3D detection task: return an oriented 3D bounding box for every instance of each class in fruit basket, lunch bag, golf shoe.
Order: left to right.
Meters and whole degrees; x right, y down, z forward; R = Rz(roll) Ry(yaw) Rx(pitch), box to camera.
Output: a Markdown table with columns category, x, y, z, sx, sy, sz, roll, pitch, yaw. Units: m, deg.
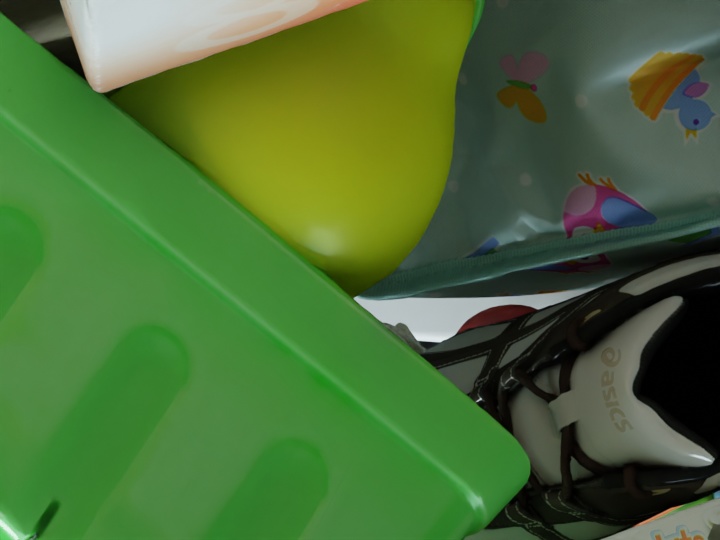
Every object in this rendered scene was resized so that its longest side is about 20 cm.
| category | x | y | z | sx | sy | sz | roll | pitch | yaw |
| --- | --- | --- | --- | --- | --- | --- | --- | --- | --- |
| fruit basket | -0.053 | -0.005 | 0.671 | 0.216 | 0.216 | 0.156 | -16 | 174 | -38 |
| golf shoe | 0.056 | 0.038 | 0.724 | 0.200 | 0.078 | 0.094 | -27 | 167 | 11 |
| lunch bag | 0.107 | -0.067 | 0.768 | 0.200 | 0.122 | 0.170 | -16 | 178 | 37 |

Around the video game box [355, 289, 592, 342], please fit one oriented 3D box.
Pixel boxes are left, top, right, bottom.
| category | x | y | z | sx | sy | sz | roll | pitch | yaw |
| --- | --- | --- | --- | --- | --- | --- | --- | --- | --- |
| video game box | 0.000 | 0.000 | 0.965 | 0.200 | 0.047 | 0.182 | 4 | 179 | -9 |

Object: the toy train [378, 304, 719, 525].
| category | x | y | z | sx | sy | sz | roll | pitch | yaw |
| --- | --- | --- | --- | --- | --- | --- | --- | --- | --- |
| toy train | 0.083 | 0.035 | 0.823 | 0.116 | 0.085 | 0.200 | -25 | 145 | 23 |

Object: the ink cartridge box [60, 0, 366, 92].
| category | x | y | z | sx | sy | sz | roll | pitch | yaw |
| --- | --- | --- | --- | --- | --- | --- | --- | --- | --- |
| ink cartridge box | 0.018 | -0.095 | 0.513 | 0.162 | 0.050 | 0.200 | -19 | 178 | -7 |

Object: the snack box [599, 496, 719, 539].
| category | x | y | z | sx | sy | sz | roll | pitch | yaw |
| --- | --- | --- | --- | --- | --- | --- | --- | --- | --- |
| snack box | 0.079 | 0.092 | 0.729 | 0.200 | 0.037 | 0.116 | -15 | 165 | -31 |

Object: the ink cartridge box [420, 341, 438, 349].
| category | x | y | z | sx | sy | sz | roll | pitch | yaw |
| --- | --- | --- | --- | --- | --- | --- | --- | --- | --- |
| ink cartridge box | 0.036 | 0.040 | 1.116 | 0.145 | 0.084 | 0.200 | 11 | -151 | 5 |
